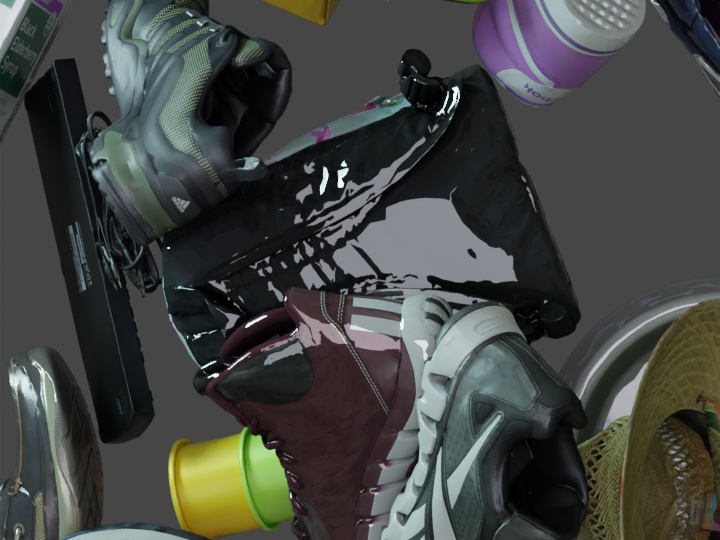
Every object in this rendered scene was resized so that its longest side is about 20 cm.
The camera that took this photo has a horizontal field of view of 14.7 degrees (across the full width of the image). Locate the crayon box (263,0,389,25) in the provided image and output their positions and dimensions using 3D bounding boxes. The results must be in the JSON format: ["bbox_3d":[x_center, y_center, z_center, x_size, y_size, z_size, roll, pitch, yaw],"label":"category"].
[{"bbox_3d":[-0.052,-0.213,1.477,0.199,0.051,0.127,25,62,8],"label":"crayon box"}]

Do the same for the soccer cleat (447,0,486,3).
[{"bbox_3d":[-0.008,-0.204,1.412,0.200,0.081,0.068,31,105,-6],"label":"soccer cleat"}]

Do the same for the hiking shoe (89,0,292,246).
[{"bbox_3d":[-0.078,-0.096,1.444,0.100,0.076,0.201,-16,43,16],"label":"hiking shoe"}]

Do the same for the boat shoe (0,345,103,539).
[{"bbox_3d":[-0.174,0.141,1.477,0.073,0.074,0.201,-8,84,5],"label":"boat shoe"}]

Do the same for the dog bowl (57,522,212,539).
[{"bbox_3d":[-0.114,0.232,1.401,0.199,0.074,0.201,6,109,18],"label":"dog bowl"}]

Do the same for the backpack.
[{"bbox_3d":[0.000,0.000,1.443,0.199,0.127,0.168,-22,76,5],"label":"backpack"}]

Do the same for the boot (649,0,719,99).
[{"bbox_3d":[0.171,-0.173,1.454,0.073,0.090,0.200,-35,83,3],"label":"boot"}]

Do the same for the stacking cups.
[{"bbox_3d":[0.003,0.097,1.455,0.199,0.060,0.061,-13,85,13],"label":"stacking cups"}]

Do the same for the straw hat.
[{"bbox_3d":[0.143,0.110,1.357,0.085,0.201,0.202,0,85,37],"label":"straw hat"}]

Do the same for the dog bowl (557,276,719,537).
[{"bbox_3d":[0.190,0.100,1.449,0.199,0.059,0.201,0,86,7],"label":"dog bowl"}]

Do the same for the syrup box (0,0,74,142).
[{"bbox_3d":[-0.225,-0.109,1.498,0.081,0.079,0.201,28,89,8],"label":"syrup box"}]

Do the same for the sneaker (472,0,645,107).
[{"bbox_3d":[0.083,-0.183,1.465,0.072,0.114,0.201,3,65,-22],"label":"sneaker"}]

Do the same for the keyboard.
[{"bbox_3d":[-0.130,-0.012,1.480,0.039,0.104,0.201,-12,85,-22],"label":"keyboard"}]

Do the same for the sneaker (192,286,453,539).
[{"bbox_3d":[-0.031,0.086,1.366,0.115,0.076,0.201,13,119,-5],"label":"sneaker"}]

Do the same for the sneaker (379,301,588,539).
[{"bbox_3d":[0.061,0.120,1.305,0.090,0.066,0.201,38,130,39],"label":"sneaker"}]
